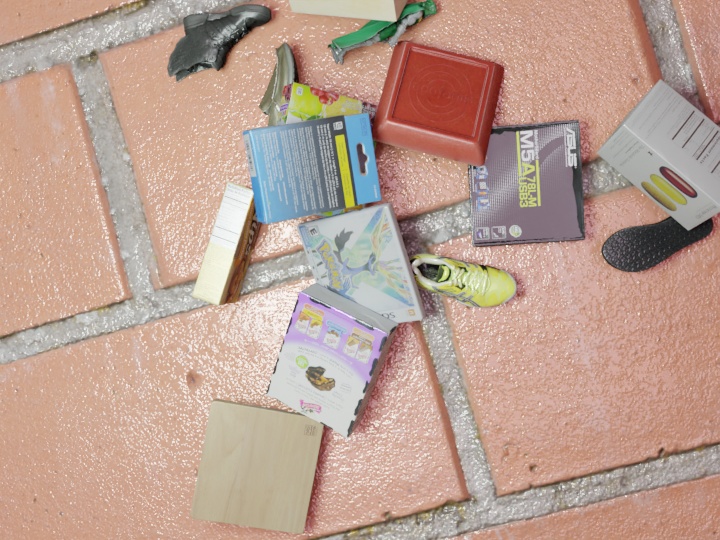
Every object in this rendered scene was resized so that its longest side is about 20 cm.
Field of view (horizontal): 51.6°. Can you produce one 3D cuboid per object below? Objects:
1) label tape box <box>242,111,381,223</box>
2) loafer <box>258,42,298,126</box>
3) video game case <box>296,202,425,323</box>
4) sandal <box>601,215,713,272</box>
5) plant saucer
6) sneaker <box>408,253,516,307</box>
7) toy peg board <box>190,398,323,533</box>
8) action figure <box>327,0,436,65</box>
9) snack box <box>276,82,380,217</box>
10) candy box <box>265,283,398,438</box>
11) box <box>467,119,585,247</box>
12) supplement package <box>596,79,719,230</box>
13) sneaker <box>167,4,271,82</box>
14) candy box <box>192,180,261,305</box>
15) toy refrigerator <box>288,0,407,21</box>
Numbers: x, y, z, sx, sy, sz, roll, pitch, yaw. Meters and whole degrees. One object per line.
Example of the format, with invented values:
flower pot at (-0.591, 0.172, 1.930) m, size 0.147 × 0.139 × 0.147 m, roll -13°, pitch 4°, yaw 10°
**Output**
label tape box at (-0.077, -0.165, 1.189) m, size 0.196 × 0.063 × 0.147 m, roll -12°, pitch 100°, yaw -19°
loafer at (-0.146, -0.295, 1.298) m, size 0.068 × 0.075 × 0.204 m, roll 2°, pitch 91°, yaw 2°
video game case at (0.000, 0.000, 1.248) m, size 0.179 × 0.022 × 0.203 m, roll -10°, pitch 107°, yaw 30°
sandal at (0.494, -0.048, 1.249) m, size 0.197 × 0.048 × 0.077 m, roll -19°, pitch 87°, yaw -7°
plant saucer at (0.133, -0.291, 1.249) m, size 0.196 × 0.037 × 0.203 m, roll 14°, pitch 70°, yaw 3°
sneaker at (0.166, 0.020, 1.257) m, size 0.196 × 0.076 × 0.077 m, roll 9°, pitch 90°, yaw 5°
toy peg board at (-0.181, 0.332, 1.309) m, size 0.195 × 0.098 × 0.204 m, roll 11°, pitch 92°, yaw -10°
action figure at (0.042, -0.413, 1.275) m, size 0.197 × 0.118 × 0.055 m, roll -27°, pitch 113°, yaw -3°
snack box at (-0.063, -0.195, 1.262) m, size 0.166 × 0.068 × 0.204 m, roll 9°, pitch 93°, yaw -22°
candy box at (-0.050, 0.151, 1.260) m, size 0.166 × 0.071 × 0.203 m, roll 25°, pitch 107°, yaw 13°
box at (0.279, -0.146, 1.267) m, size 0.189 × 0.047 × 0.204 m, roll -2°, pitch 91°, yaw 9°
supplement package at (0.505, -0.182, 1.194) m, size 0.199 × 0.114 × 0.110 m, roll 41°, pitch 76°, yaw 6°
sneaker at (-0.249, -0.401, 1.320) m, size 0.196 × 0.060 × 0.107 m, roll -4°, pitch 89°, yaw 12°
candy box at (-0.221, -0.045, 1.287) m, size 0.054 × 0.115 × 0.204 m, roll 17°, pitch 92°, yaw 5°
toy refrigerator at (-0.023, -0.478, 1.251) m, size 0.197 × 0.070 × 0.077 m, roll 13°, pitch 58°, yaw 20°
